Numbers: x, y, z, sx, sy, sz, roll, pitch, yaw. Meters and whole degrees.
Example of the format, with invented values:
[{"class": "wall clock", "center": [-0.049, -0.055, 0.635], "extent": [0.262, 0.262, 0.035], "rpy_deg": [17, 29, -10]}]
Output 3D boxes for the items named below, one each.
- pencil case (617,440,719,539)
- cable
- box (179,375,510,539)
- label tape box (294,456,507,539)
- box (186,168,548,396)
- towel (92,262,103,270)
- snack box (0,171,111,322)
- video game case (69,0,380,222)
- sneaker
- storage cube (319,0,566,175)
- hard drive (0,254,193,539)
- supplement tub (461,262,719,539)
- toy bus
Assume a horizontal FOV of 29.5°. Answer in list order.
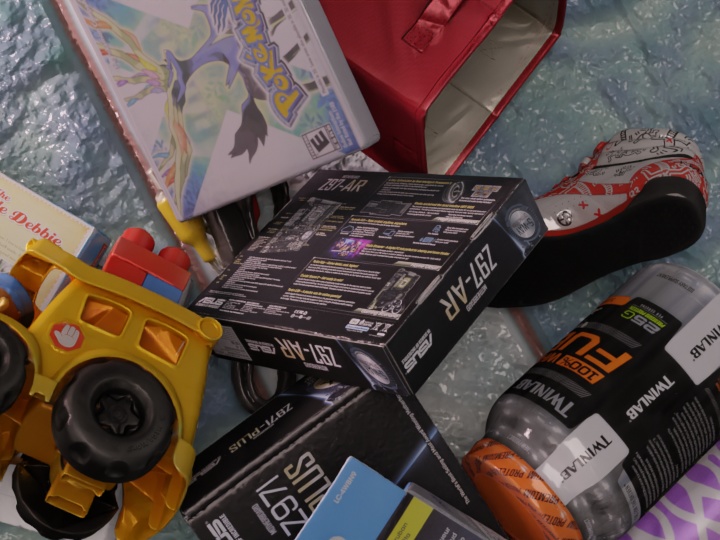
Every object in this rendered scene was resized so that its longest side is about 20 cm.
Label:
[{"class": "pencil case", "center": [0.257, 0.162, 0.946], "extent": [0.200, 0.084, 0.086], "rpy_deg": [-38, 45, -5]}, {"class": "cable", "center": [-0.083, 0.004, 1.003], "extent": [0.097, 0.050, 0.201], "rpy_deg": [-20, 93, -32]}, {"class": "box", "center": [-0.003, 0.175, 0.903], "extent": [0.163, 0.086, 0.201], "rpy_deg": [-35, 105, -8]}, {"class": "label tape box", "center": [0.028, 0.213, 0.838], "extent": [0.199, 0.066, 0.144], "rpy_deg": [34, 90, -16]}, {"class": "box", "center": [0.000, 0.000, 0.906], "extent": [0.160, 0.199, 0.044], "rpy_deg": [-49, 125, -30]}, {"class": "towel", "center": [-0.286, 0.040, 0.972], "extent": [0.146, 0.022, 0.200], "rpy_deg": [39, 84, 17]}, {"class": "snack box", "center": [-0.287, -0.022, 0.958], "extent": [0.199, 0.037, 0.117], "rpy_deg": [29, 82, 16]}, {"class": "video game case", "center": [-0.099, -0.146, 0.892], "extent": [0.022, 0.182, 0.201], "rpy_deg": [-37, 105, -49]}, {"class": "sneaker", "center": [0.156, -0.040, 0.997], "extent": [0.200, 0.108, 0.067], "rpy_deg": [-17, 118, 26]}, {"class": "storage cube", "center": [0.026, -0.186, 0.957], "extent": [0.179, 0.200, 0.171], "rpy_deg": [36, 81, 12]}, {"class": "hard drive", "center": [-0.210, 0.086, 0.981], "extent": [0.131, 0.026, 0.202], "rpy_deg": [15, 80, 2]}, {"class": "supplement tub", "center": [0.170, 0.098, 0.924], "extent": [0.200, 0.123, 0.123], "rpy_deg": [-40, 82, -19]}, {"class": "toy bus", "center": [-0.187, 0.048, 0.860], "extent": [0.199, 0.136, 0.193], "rpy_deg": [25, 54, -13]}]
